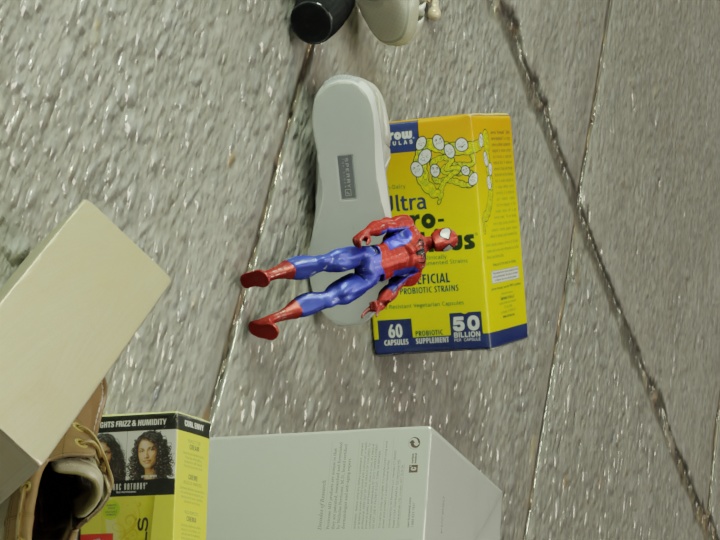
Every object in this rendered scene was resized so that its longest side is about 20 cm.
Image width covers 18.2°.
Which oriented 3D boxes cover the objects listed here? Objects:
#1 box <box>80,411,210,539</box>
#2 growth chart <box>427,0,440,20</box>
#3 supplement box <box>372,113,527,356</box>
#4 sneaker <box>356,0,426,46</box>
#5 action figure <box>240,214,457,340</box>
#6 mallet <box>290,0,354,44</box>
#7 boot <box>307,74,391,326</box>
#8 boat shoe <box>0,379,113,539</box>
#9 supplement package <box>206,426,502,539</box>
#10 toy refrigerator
[{"bbox_3d":[-0.140,0.193,1.435,0.050,0.075,0.202,25,64,-63],"label":"box"},{"bbox_3d":[0.039,-0.331,2.047,0.200,0.018,0.146,37,52,-62],"label":"growth chart"},{"bbox_3d":[0.072,-0.032,1.954,0.109,0.108,0.202,-9,94,-68],"label":"supplement box"},{"bbox_3d":[-0.002,-0.273,1.881,0.081,0.075,0.201,-47,128,-44],"label":"sneaker"},{"bbox_3d":[0.000,0.000,1.736,0.199,0.052,0.066,-22,103,-39],"label":"action figure"},{"bbox_3d":[-0.049,-0.284,1.800,0.066,0.041,0.201,-44,123,-63],"label":"mallet"},{"bbox_3d":[0.000,-0.059,1.834,0.096,0.073,0.202,-22,113,-76],"label":"boot"},{"bbox_3d":[-0.183,0.128,1.344,0.201,0.066,0.074,-71,149,-44],"label":"boat shoe"},{"bbox_3d":[-0.022,0.206,1.553,0.151,0.199,0.153,45,46,-58],"label":"supplement package"},{"bbox_3d":[-0.191,0.049,1.311,0.076,0.070,0.200,43,34,-10],"label":"toy refrigerator"}]
